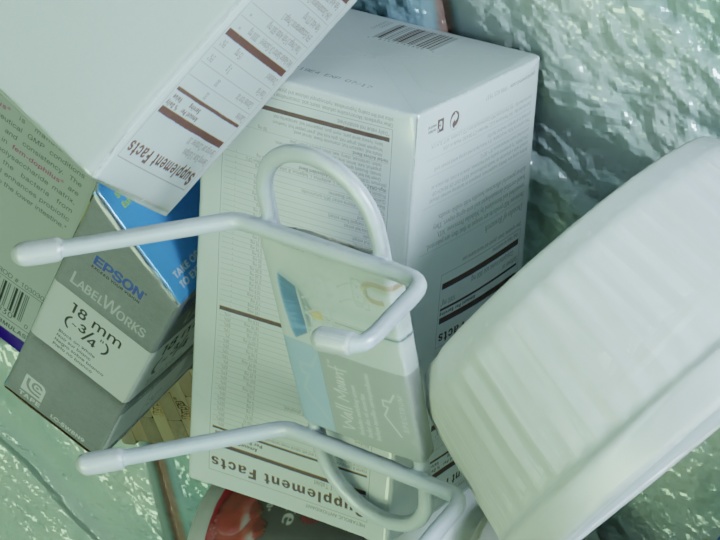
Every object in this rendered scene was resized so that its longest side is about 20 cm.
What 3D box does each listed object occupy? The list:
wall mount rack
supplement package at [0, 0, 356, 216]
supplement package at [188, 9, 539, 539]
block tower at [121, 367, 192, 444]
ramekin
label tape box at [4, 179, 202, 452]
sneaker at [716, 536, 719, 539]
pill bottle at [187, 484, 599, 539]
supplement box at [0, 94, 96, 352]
[{"bbox_3d":[-0.044,0.041,1.195,0.173,0.075,0.201,17,135,33],"label":"wall mount rack"},{"bbox_3d":[-0.068,-0.139,1.179,0.117,0.200,0.117,43,-176,13],"label":"supplement package"},{"bbox_3d":[0.000,0.000,1.297,0.113,0.109,0.201,17,115,28],"label":"supplement package"},{"bbox_3d":[-0.041,0.057,1.462,0.199,0.054,0.058,1,124,38],"label":"block tower"},{"bbox_3d":[0.115,0.030,1.213,0.094,0.202,0.203,50,140,9],"label":"ramekin"},{"bbox_3d":[-0.078,-0.022,1.354,0.063,0.144,0.200,38,139,7],"label":"label tape box"},{"bbox_3d":[0.189,0.118,1.286,0.199,0.076,0.077,-32,90,15],"label":"sneaker"},{"bbox_3d":[0.018,0.151,1.449,0.199,0.111,0.111,-1,123,39],"label":"pill bottle"},{"bbox_3d":[-0.146,-0.070,1.402,0.101,0.103,0.200,37,140,9],"label":"supplement box"}]
